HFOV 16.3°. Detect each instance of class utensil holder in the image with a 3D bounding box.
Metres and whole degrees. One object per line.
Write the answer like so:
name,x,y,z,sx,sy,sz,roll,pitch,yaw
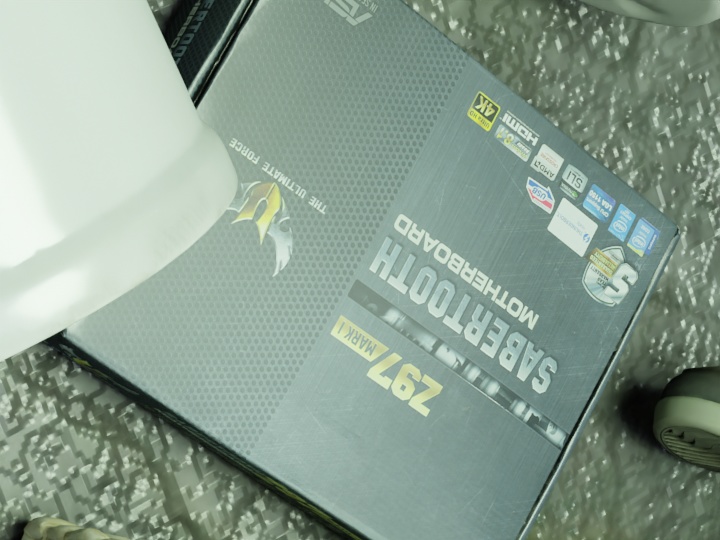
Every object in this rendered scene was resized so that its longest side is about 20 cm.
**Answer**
utensil holder,-0.149,-0.080,0.696,0.169,0.170,0.201,-30,106,-25

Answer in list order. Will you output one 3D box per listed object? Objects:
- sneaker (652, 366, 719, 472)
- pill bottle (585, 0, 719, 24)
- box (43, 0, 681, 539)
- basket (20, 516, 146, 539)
sneaker,0.191,0.033,0.965,0.199,0.075,0.107,14,84,-41
pill bottle,0.119,-0.196,0.864,0.113,0.113,0.201,35,77,-28
box,0.000,0.000,0.855,0.200,0.051,0.158,36,77,-28
basket,-0.018,0.182,0.780,0.199,0.198,0.162,20,80,-30
